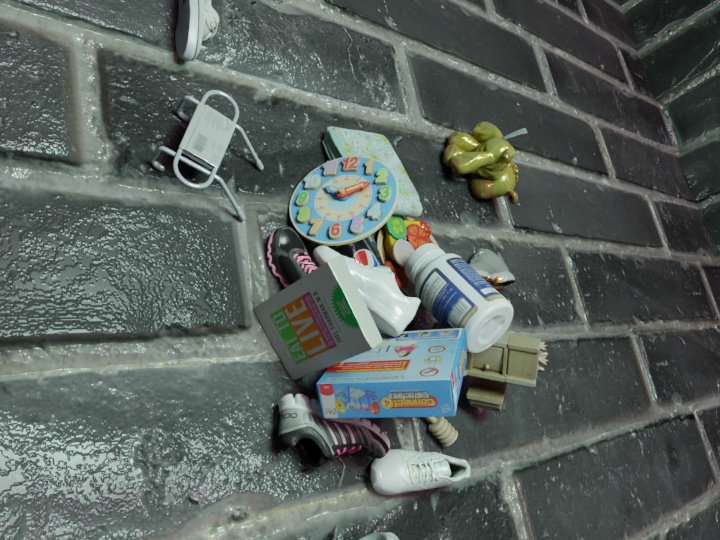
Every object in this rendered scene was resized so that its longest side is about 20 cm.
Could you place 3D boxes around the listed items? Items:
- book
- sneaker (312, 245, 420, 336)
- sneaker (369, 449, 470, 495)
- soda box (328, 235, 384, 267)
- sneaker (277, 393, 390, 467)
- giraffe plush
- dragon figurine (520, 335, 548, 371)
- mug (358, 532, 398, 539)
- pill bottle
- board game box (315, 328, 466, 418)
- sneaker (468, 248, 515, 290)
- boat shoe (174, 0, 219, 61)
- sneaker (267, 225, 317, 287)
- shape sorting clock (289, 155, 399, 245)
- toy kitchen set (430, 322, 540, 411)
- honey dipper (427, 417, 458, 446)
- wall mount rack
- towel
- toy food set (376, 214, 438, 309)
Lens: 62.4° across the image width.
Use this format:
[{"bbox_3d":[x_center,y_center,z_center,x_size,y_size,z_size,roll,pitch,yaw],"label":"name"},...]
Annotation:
[{"bbox_3d":[-0.065,0.077,0.883,0.048,0.199,0.135,-24,86,-45],"label":"book"},{"bbox_3d":[0.011,0.016,0.995,0.199,0.075,0.089,41,69,6],"label":"sneaker"},{"bbox_3d":[0.102,0.332,0.998,0.198,0.080,0.072,9,66,-37],"label":"sneaker"},{"bbox_3d":[0.000,0.000,1.069,0.063,0.070,0.203,-13,79,-41],"label":"soda box"},{"bbox_3d":[-0.044,0.262,0.906,0.198,0.074,0.088,28,53,-23],"label":"sneaker"},{"bbox_3d":[0.309,-0.243,1.419,0.174,0.197,0.163,-71,147,-40],"label":"giraffe plush"},{"bbox_3d":[0.337,0.185,1.290,0.197,0.099,0.060,7,65,-18],"label":"dragon figurine"},{"bbox_3d":[0.047,0.465,0.852,0.177,0.146,0.200,60,12,-3],"label":"mug"},{"bbox_3d":[0.167,0.042,1.059,0.110,0.112,0.200,1,35,-41],"label":"pill bottle"},{"bbox_3d":[0.056,0.153,0.914,0.196,0.197,0.057,-46,128,-68],"label":"board game box"},{"bbox_3d":[0.260,-0.005,1.313,0.198,0.075,0.093,5,59,-48],"label":"sneaker"},{"bbox_3d":[-0.279,-0.442,1.037,0.069,0.071,0.203,13,56,-34],"label":"boat shoe"},{"bbox_3d":[-0.086,0.013,0.972,0.078,0.095,0.203,-14,78,-42],"label":"sneaker"},{"bbox_3d":[-0.030,-0.127,1.036,0.039,0.197,0.202,70,29,-48],"label":"shape sorting clock"},{"bbox_3d":[0.207,0.217,1.064,0.181,0.197,0.166,-47,140,-59],"label":"toy kitchen set"},{"bbox_3d":[0.100,0.237,1.072,0.200,0.038,0.038,48,46,-12],"label":"honey dipper"},{"bbox_3d":[-0.231,-0.183,0.955,0.172,0.074,0.202,29,53,-24],"label":"wall mount rack"},{"bbox_3d":[0.025,-0.195,1.173,0.169,0.048,0.202,-1,57,-41],"label":"towel"},{"bbox_3d":[0.109,-0.019,1.192,0.196,0.048,0.203,0,71,-42],"label":"toy food set"}]
